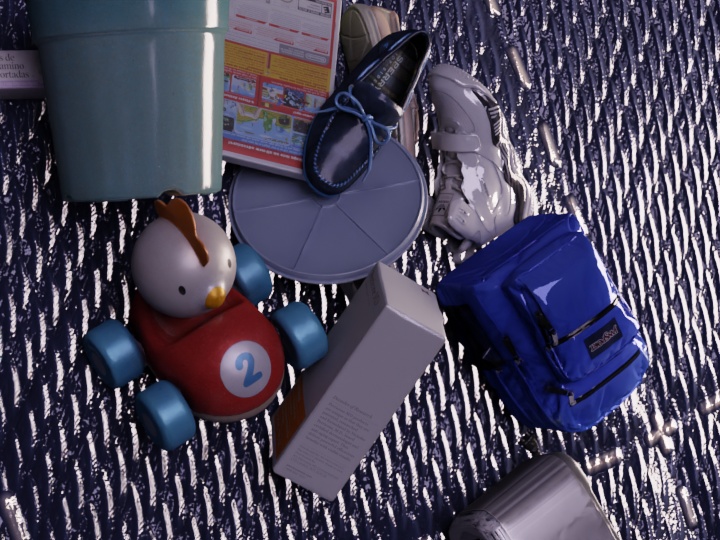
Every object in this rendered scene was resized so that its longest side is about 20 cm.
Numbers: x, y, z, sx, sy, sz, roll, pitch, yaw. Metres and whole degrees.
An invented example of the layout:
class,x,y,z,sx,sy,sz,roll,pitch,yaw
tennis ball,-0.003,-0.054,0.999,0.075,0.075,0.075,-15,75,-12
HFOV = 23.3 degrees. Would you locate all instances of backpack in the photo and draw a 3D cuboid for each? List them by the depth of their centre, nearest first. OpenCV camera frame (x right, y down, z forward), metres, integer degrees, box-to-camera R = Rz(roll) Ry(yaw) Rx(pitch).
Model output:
class,x,y,z,sx,sy,sz,roll,pitch,yaw
backpack,0.195,0.066,1.774,0.162,0.168,0.201,-33,104,-17

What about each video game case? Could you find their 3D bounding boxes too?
class,x,y,z,sx,sy,sz,roll,pitch,yaw
video game case,-0.093,-0.196,1.734,0.142,0.017,0.202,13,70,-22

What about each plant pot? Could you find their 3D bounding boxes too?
class,x,y,z,sx,sy,sz,roll,pitch,yaw
plant pot,-0.207,-0.164,1.600,0.199,0.200,0.198,-6,95,-27

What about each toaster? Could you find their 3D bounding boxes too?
class,x,y,z,sx,sy,sz,roll,pitch,yaw
toaster,0.178,0.275,1.743,0.129,0.114,0.201,-32,93,-26

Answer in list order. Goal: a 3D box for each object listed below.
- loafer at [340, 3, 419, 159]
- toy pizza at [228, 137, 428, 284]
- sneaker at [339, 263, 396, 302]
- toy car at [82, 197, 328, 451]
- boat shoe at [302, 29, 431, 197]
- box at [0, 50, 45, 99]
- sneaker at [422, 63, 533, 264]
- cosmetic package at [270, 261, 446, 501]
class,x,y,z,sx,sy,sz,roll,pitch,yaw
loafer,0.035,-0.185,1.823,0.063,0.072,0.201,-6,76,-34
toy pizza,-0.032,-0.066,1.739,0.198,0.032,0.201,-1,56,2
sneaker,0.000,0.000,1.765,0.072,0.085,0.201,-17,63,-8
toy car,-0.146,0.023,1.579,0.184,0.201,0.177,-31,55,-22
boat shoe,0.005,-0.166,1.721,0.084,0.069,0.201,32,67,-17
box,-0.294,-0.188,1.679,0.199,0.041,0.039,-4,79,-26
sneaker,0.101,-0.106,1.804,0.115,0.075,0.201,-42,119,-28
cosmetic package,-0.005,0.104,1.646,0.071,0.102,0.201,29,108,-16
